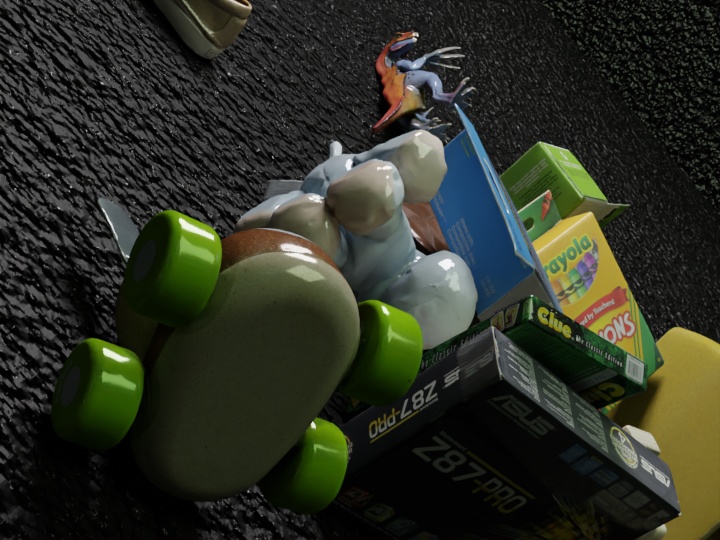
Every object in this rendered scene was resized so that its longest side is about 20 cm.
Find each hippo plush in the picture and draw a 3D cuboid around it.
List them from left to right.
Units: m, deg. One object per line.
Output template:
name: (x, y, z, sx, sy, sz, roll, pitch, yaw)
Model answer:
hippo plush: (0.000, 0.000, 1.044, 0.199, 0.158, 0.162, -1, -61, 62)

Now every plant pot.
plant pot: (0.351, 0.172, 1.360, 0.193, 0.196, 0.201, 24, 26, -49)

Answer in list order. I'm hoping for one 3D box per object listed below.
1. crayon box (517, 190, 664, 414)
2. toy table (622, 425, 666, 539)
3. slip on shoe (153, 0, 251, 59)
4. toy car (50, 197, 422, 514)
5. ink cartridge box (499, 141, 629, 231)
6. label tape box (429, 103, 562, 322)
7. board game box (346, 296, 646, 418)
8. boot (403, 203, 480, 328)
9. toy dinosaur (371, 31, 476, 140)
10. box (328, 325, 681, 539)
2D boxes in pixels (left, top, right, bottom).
crayon box: (0.195, 0.036, 1.299, 0.126, 0.051, 0.202, -34, 101, -31)
toy table: (0.148, 0.150, 1.070, 0.183, 0.117, 0.201, 11, 44, -59)
slip on shoe: (-0.176, -0.281, 1.210, 0.201, 0.060, 0.076, 51, 21, 3)
toy car: (-0.086, 0.018, 0.791, 0.163, 0.159, 0.201, 23, 20, -31)
ink cartridge box: (0.188, -0.053, 1.453, 0.076, 0.148, 0.199, 53, 20, 15)
label tape box: (0.104, -0.024, 1.123, 0.200, 0.065, 0.145, 46, 21, -61)
board game box: (0.088, 0.082, 0.935, 0.104, 0.199, 0.024, 31, 52, -23)
boot: (0.075, -0.004, 1.269, 0.187, 0.064, 0.200, 55, 16, 6)
toy dinosaur: (0.053, -0.220, 1.554, 0.198, 0.106, 0.181, 7, 25, -44)
box: (0.090, 0.138, 0.905, 0.199, 0.161, 0.049, 37, 30, -32)
